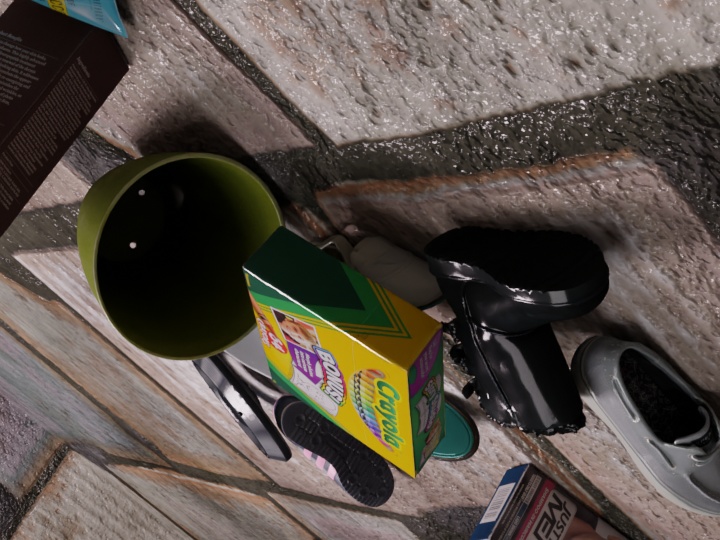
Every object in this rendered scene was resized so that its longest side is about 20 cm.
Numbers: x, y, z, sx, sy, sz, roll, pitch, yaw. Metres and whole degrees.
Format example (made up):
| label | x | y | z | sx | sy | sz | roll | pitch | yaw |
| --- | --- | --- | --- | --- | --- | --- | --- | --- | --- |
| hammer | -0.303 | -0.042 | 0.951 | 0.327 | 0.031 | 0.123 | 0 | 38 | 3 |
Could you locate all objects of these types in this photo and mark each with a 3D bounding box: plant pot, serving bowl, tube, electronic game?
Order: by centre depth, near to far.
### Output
| label | x | y | z | sx | sy | sz | roll | pitch | yaw |
| --- | --- | --- | --- | --- | --- | --- | --- | --- | --- |
| tube | -0.280 | -0.251 | 1.041 | 0.198 | 0.051 | 0.078 | 25 | 164 | 9 |
| plant pot | -0.194 | -0.033 | 1.218 | 0.187 | 0.188 | 0.199 | 47 | 169 | -30 |
| serving bowl | -0.067 | 0.055 | 1.311 | 0.198 | 0.066 | 0.201 | 19 | 156 | 9 |
| electronic game | -0.156 | 0.170 | 1.672 | 0.200 | 0.041 | 0.200 | 49 | 169 | 13 |

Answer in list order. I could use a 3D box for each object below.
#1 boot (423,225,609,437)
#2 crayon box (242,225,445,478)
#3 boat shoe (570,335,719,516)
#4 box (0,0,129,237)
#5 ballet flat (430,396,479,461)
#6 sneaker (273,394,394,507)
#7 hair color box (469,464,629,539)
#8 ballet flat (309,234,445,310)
| label | x | y | z | sx | sy | sz | roll | pitch | yaw |
| --- | --- | --- | --- | --- | --- | --- | --- | --- | --- |
| boot | 0.134 | 0.054 | 0.979 | 0.197 | 0.073 | 0.164 | 12 | 130 | 56 |
| crayon box | -0.009 | 0.075 | 1.113 | 0.172 | 0.058 | 0.201 | 32 | 155 | 23 |
| boat shoe | 0.252 | 0.129 | 1.025 | 0.201 | 0.070 | 0.071 | 44 | 162 | -14 |
| box | -0.300 | -0.135 | 1.089 | 0.099 | 0.201 | 0.075 | 23 | 158 | 26 |
| ballet flat | 0.049 | 0.156 | 1.389 | 0.198 | 0.074 | 0.073 | 15 | 152 | 27 |
| sneaker | -0.035 | 0.227 | 1.659 | 0.200 | 0.070 | 0.082 | 47 | 172 | -22 |
| hair color box | 0.227 | 0.312 | 1.395 | 0.199 | 0.101 | 0.060 | 37 | 157 | -8 |
| ballet flat | 0.000 | 0.000 | 1.139 | 0.069 | 0.070 | 0.199 | 45 | 156 | -27 |
